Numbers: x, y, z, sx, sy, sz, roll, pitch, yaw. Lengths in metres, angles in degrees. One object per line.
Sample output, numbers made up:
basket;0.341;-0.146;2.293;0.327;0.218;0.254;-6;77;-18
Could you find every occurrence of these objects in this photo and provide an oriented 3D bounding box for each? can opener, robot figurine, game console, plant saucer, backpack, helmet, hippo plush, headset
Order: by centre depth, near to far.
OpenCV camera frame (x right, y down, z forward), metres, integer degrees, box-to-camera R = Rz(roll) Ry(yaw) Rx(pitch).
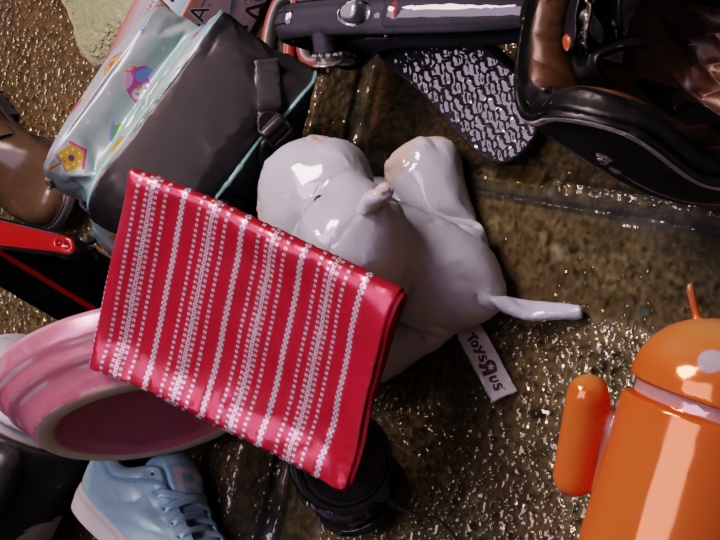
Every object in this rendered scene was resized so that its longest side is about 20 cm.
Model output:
helmet;0.198;-0.126;1.157;0.200;0.190;0.201;-166;90;-78
robot figurine;0.191;0.113;1.163;0.144;0.116;0.201;20;95;43
hippo plush;0.000;0.000;1.329;0.159;0.160;0.200;-49;53;23
can opener;0.031;-0.165;1.342;0.199;0.063;0.079;6;93;36
headset;-0.017;0.143;1.344;0.200;0.124;0.094;35;79;17
plant saucer;-0.152;0.082;1.423;0.200;0.200;0.051;-29;61;35
backpack;-0.124;-0.079;1.423;0.153;0.200;0.176;30;79;7
game console;-0.194;0.011;1.481;0.176;0.200;0.031;6;70;42
robot figurine;-0.277;0.145;1.576;0.150;0.125;0.201;37;107;37

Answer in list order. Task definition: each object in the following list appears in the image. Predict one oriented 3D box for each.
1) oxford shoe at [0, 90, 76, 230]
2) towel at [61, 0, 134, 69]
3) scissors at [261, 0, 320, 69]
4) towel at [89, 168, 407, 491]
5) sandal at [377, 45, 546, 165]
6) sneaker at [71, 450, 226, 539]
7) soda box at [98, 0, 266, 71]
oxford shoe;-0.301;-0.093;1.676;0.200;0.084;0.073;38;105;38
towel;-0.189;-0.274;1.643;0.148;0.036;0.201;-37;58;31
scissors;-0.037;-0.236;1.511;0.073;0.014;0.201;1;82;43
towel;-0.073;0.037;1.273;0.199;0.022;0.145;24;115;19
sandal;0.059;-0.150;1.391;0.075;0.048;0.201;-45;67;25
sneaker;-0.137;0.174;1.479;0.200;0.074;0.082;29;104;41
soda box;-0.128;-0.184;1.544;0.064;0.068;0.201;46;113;42
